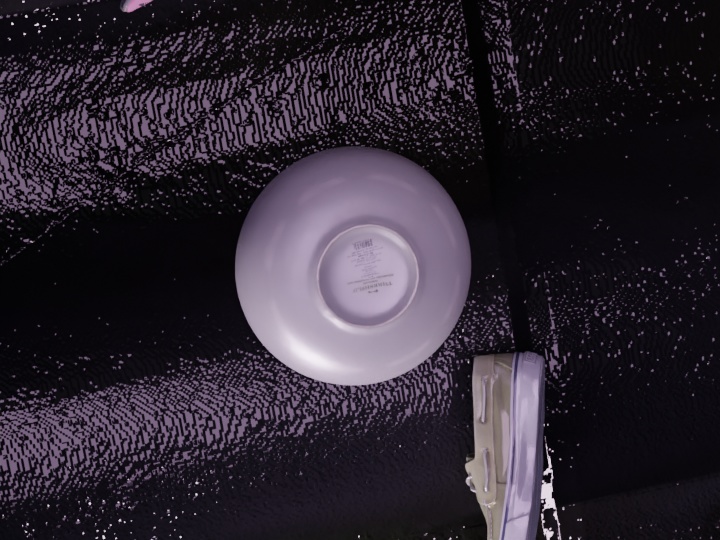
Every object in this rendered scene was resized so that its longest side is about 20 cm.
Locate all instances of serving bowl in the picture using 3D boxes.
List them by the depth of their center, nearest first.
[{"bbox_3d":[0.000,0.000,1.601,0.200,0.066,0.201,-1,97,-11],"label":"serving bowl"}]

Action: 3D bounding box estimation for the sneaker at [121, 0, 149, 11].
[{"bbox_3d":[-0.224,-0.282,1.505,0.200,0.070,0.082,38,85,-13],"label":"sneaker"}]

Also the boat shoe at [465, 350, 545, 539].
[{"bbox_3d":[0.120,0.165,1.657,0.062,0.072,0.200,4,94,13],"label":"boat shoe"}]
